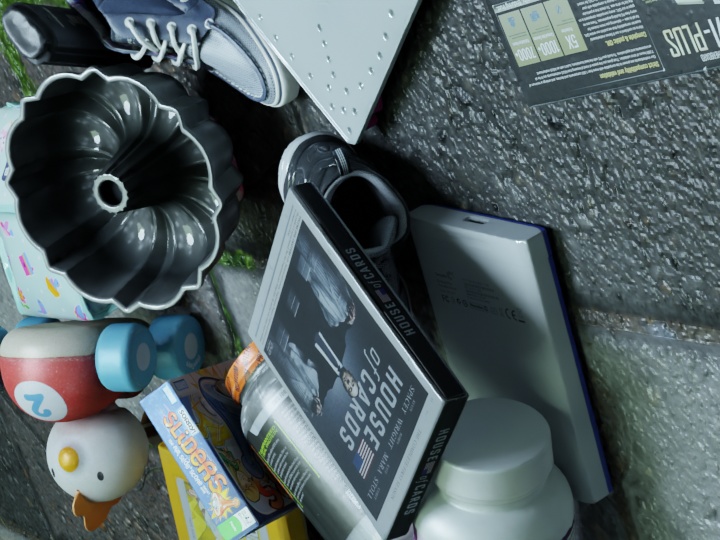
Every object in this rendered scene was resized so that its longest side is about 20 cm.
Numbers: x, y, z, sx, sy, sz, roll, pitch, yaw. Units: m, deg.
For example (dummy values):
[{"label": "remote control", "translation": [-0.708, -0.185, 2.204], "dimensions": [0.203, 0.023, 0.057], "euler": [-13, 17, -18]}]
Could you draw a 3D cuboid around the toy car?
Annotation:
[{"label": "toy car", "translation": [-0.253, 0.145, 1.675], "dimensions": [0.184, 0.177, 0.200], "euler": [-2, 93, 23]}]

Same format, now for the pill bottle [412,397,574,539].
[{"label": "pill bottle", "translation": [0.092, 0.191, 1.252], "dimensions": [0.112, 0.112, 0.200], "euler": [30, 137, 44]}]

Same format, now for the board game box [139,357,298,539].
[{"label": "board game box", "translation": [-0.088, 0.139, 1.494], "dimensions": [0.034, 0.200, 0.136], "euler": [-36, 83, 22]}]

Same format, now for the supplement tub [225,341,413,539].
[{"label": "supplement tub", "translation": [-0.010, 0.135, 1.417], "dimensions": [0.200, 0.122, 0.123], "euler": [49, 150, 21]}]

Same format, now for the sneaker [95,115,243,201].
[{"label": "sneaker", "translation": [-0.175, -0.085, 1.519], "dimensions": [0.200, 0.088, 0.082], "euler": [15, 128, 48]}]

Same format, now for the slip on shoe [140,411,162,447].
[{"label": "slip on shoe", "translation": [-0.138, 0.141, 1.706], "dimensions": [0.061, 0.076, 0.200], "euler": [28, 154, -26]}]

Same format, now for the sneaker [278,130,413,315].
[{"label": "sneaker", "translation": [0.000, 0.000, 1.302], "dimensions": [0.114, 0.075, 0.200], "euler": [-154, 44, -74]}]

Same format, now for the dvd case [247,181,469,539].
[{"label": "dvd case", "translation": [-0.007, 0.061, 1.225], "dimensions": [0.200, 0.025, 0.150], "euler": [55, 144, 32]}]

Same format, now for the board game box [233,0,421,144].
[{"label": "board game box", "translation": [-0.032, -0.215, 1.237], "dimensions": [0.200, 0.026, 0.200], "euler": [52, 150, 16]}]

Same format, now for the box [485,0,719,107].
[{"label": "box", "translation": [0.142, -0.183, 0.917], "dimensions": [0.200, 0.086, 0.164], "euler": [-6, 110, 60]}]

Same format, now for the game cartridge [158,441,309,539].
[{"label": "game cartridge", "translation": [-0.106, 0.260, 1.637], "dimensions": [0.176, 0.032, 0.200], "euler": [14, 119, 47]}]

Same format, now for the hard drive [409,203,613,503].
[{"label": "hard drive", "translation": [0.103, 0.056, 1.262], "dimensions": [0.132, 0.025, 0.200], "euler": [15, 128, 54]}]

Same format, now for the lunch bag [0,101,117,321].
[{"label": "lunch bag", "translation": [-0.272, -0.061, 1.674], "dimensions": [0.170, 0.122, 0.200], "euler": [3, 114, 56]}]

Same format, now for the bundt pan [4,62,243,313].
[{"label": "bundt pan", "translation": [-0.178, -0.073, 1.432], "dimensions": [0.201, 0.076, 0.202], "euler": [11, 117, 23]}]

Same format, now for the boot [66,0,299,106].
[{"label": "boot", "translation": [-0.138, -0.176, 1.378], "dimensions": [0.200, 0.090, 0.073], "euler": [42, 146, 32]}]

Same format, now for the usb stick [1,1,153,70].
[{"label": "usb stick", "translation": [-0.218, -0.183, 1.431], "dimensions": [0.033, 0.200, 0.055], "euler": [-40, 82, 17]}]
